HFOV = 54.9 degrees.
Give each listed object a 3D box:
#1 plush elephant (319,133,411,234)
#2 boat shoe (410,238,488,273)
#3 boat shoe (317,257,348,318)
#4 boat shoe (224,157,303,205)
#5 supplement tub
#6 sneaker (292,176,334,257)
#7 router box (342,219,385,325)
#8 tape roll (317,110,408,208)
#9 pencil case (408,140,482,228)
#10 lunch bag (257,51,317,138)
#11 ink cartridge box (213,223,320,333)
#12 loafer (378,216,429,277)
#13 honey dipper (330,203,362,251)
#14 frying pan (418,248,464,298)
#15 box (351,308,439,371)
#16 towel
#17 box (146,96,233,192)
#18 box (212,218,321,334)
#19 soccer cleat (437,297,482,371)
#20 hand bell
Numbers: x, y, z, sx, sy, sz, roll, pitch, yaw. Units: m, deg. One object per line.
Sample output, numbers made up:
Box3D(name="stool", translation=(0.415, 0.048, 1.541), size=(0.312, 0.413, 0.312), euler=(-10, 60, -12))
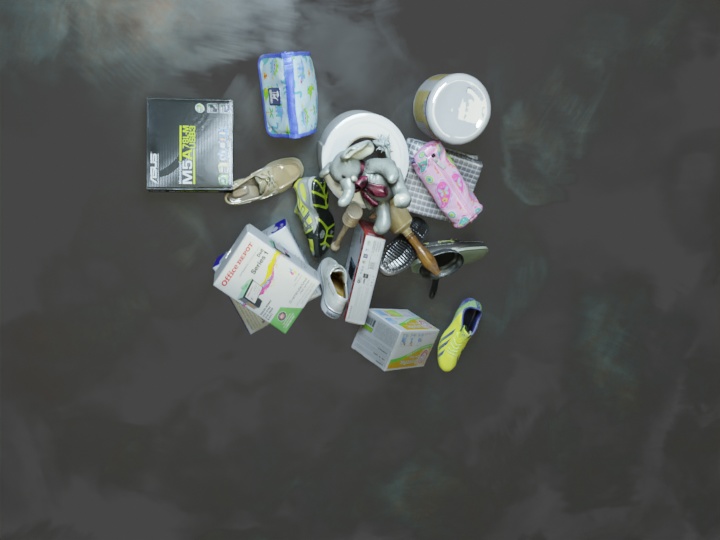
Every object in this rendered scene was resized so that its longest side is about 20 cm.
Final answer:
Box3D(name="plush elephant", translation=(0.002, -0.190, 1.439), size=(0.150, 0.164, 0.206), euler=(-3, 77, -21))
Box3D(name="boat shoe", translation=(0.213, -0.048, 1.695), size=(0.195, 0.062, 0.072), euler=(-11, 149, -6))
Box3D(name="boat shoe", translation=(-0.057, 0.023, 1.604), size=(0.070, 0.202, 0.070), euler=(27, 119, -19))
Box3D(name="boat shoe", translation=(-0.221, -0.200, 1.593), size=(0.195, 0.065, 0.074), euler=(-21, 107, -2))
Box3D(name="supplement tub", translation=(0.196, -0.361, 1.539), size=(0.141, 0.200, 0.150), euler=(-2, 105, -7))
Box3D(name="sneaker", translation=(-0.112, -0.128, 1.633), size=(0.075, 0.075, 0.205), euler=(13, 122, 30))
Box3D(name="router box", translation=(0.000, 0.000, 1.619), size=(0.047, 0.180, 0.206), euler=(11, 103, -10))
Box3D(name="tape roll", translation=(0.003, -0.256, 1.573), size=(0.196, 0.139, 0.209), euler=(-2, 106, -8))
Box3D(name="pencil case", translation=(0.193, -0.195, 1.559), size=(0.087, 0.088, 0.202), euler=(-35, 108, 3))
Box3D(name="lunch bag", translation=(-0.150, -0.378, 1.486), size=(0.123, 0.200, 0.175), euler=(-7, 107, -6))
Box3D(name="ink cartridge box", translation=(-0.208, 0.018, 1.534), size=(0.198, 0.084, 0.146), euler=(35, 98, -15))
Box3D(name="loafer", translation=(0.098, -0.043, 1.632), size=(0.073, 0.200, 0.071), euler=(41, 140, 4))
Box3D(name="honey dipper", translation=(-0.039, -0.094, 1.597), size=(0.037, 0.200, 0.039), euler=(6, 67, -15))
Box3D(name="frying pan", translation=(0.200, 0.000, 1.674), size=(0.112, 0.032, 0.191), euler=(-19, 150, 7))
Box3D(name="box", translation=(0.087, 0.163, 1.657), size=(0.111, 0.198, 0.104), euler=(31, 103, 30))
Box3D(name="towel", translation=(0.182, -0.208, 1.640), size=(0.194, 0.086, 0.170), euler=(13, 104, -11))
Box3D(name="box", translation=(-0.376, -0.276, 1.533), size=(0.187, 0.047, 0.207), euler=(1, 87, -11))
Box3D(name="box", translation=(-0.218, 0.012, 1.630), size=(0.196, 0.105, 0.187), euler=(-28, 107, -1))
Box3D(name="soccer cleat", translation=(0.249, 0.166, 1.749), size=(0.063, 0.084, 0.205), euler=(20, 102, -13))
Box3D(name="hand bell", translation=(0.117, -0.073, 1.576), size=(0.103, 0.104, 0.202), euler=(-37, 95, 3))
